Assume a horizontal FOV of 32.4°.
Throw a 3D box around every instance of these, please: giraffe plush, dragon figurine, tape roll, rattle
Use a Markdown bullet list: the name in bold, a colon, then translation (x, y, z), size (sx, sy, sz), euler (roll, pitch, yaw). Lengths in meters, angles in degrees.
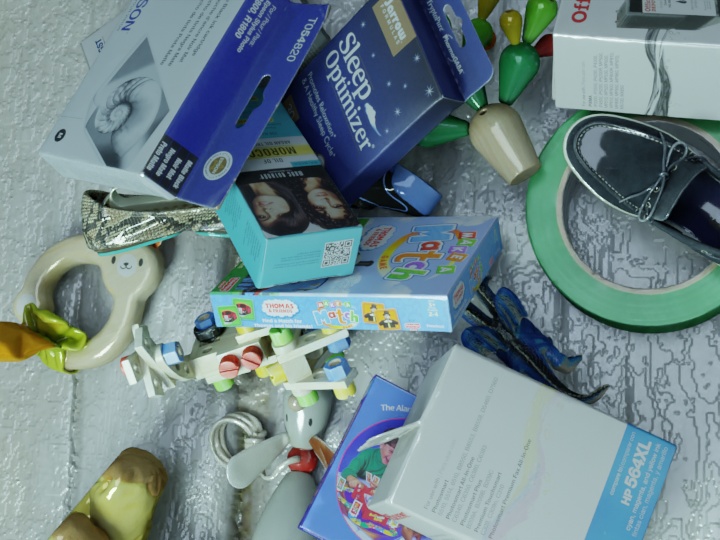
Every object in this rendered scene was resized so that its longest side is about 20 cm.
- **giraffe plush**: translation (-0.196, 0.271, 1.045), size (0.162, 0.173, 0.200), euler (40, 81, -3)
- **dragon figurine**: translation (0.120, 0.055, 0.992), size (0.099, 0.200, 0.059), euler (41, 96, -20)
- **tape roll**: translation (0.239, -0.049, 1.024), size (0.200, 0.048, 0.201), euler (-3, 79, 15)
- **rattle**: translation (-0.247, -0.004, 1.107), size (0.200, 0.143, 0.130), euler (-38, 54, 12)

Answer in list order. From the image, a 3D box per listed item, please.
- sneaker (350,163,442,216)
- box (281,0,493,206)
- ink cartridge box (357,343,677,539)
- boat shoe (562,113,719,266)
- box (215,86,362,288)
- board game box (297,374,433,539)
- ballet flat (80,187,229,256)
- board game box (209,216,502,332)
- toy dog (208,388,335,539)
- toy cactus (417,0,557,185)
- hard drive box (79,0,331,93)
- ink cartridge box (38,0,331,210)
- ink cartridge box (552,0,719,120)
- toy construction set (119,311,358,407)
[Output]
- **sneaker**: translation (-0.025, -0.080, 1.095), size (0.200, 0.070, 0.078), euler (28, 91, 25)
- **box**: translation (0.012, -0.145, 0.997), size (0.200, 0.032, 0.121), euler (-40, 59, 35)
- **ink cartridge box**: translation (0.102, 0.147, 0.911), size (0.200, 0.129, 0.125), euler (26, 75, 0)
- **boat shoe**: translation (0.245, -0.063, 0.968), size (0.200, 0.062, 0.075), euler (38, 93, 20)
- **box**: translation (-0.077, -0.072, 0.995), size (0.082, 0.049, 0.200), euler (-8, 43, -25)
- **board game box**: translation (0.069, 0.189, 0.988), size (0.200, 0.045, 0.135), euler (28, 76, 1)
- **ballet flat**: translation (-0.148, -0.059, 1.066), size (0.200, 0.068, 0.075), euler (-6, 110, 10)
- **board game box**: translation (0.000, 0.000, 1.012), size (0.200, 0.151, 0.037), euler (1, 116, 22)
- **toy dog**: translation (-0.065, 0.194, 1.039), size (0.132, 0.096, 0.200), euler (-18, 76, 11)
- **toy cactus**: translation (0.094, -0.143, 1.047), size (0.200, 0.102, 0.165), euler (-30, 75, 1)
- **hard drive box**: translation (-0.137, -0.195, 1.111), size (0.200, 0.077, 0.156), euler (-33, 50, 7)
- **ink cartridge box**: translation (-0.146, -0.153, 1.004), size (0.200, 0.041, 0.200), euler (13, 68, 40)
- **ink cartridge box**: translation (0.263, -0.202, 0.998), size (0.200, 0.083, 0.147), euler (6, 54, 16)
- **toy construction set**: translation (-0.098, 0.071, 1.049), size (0.200, 0.131, 0.092), euler (-5, 117, 5)
